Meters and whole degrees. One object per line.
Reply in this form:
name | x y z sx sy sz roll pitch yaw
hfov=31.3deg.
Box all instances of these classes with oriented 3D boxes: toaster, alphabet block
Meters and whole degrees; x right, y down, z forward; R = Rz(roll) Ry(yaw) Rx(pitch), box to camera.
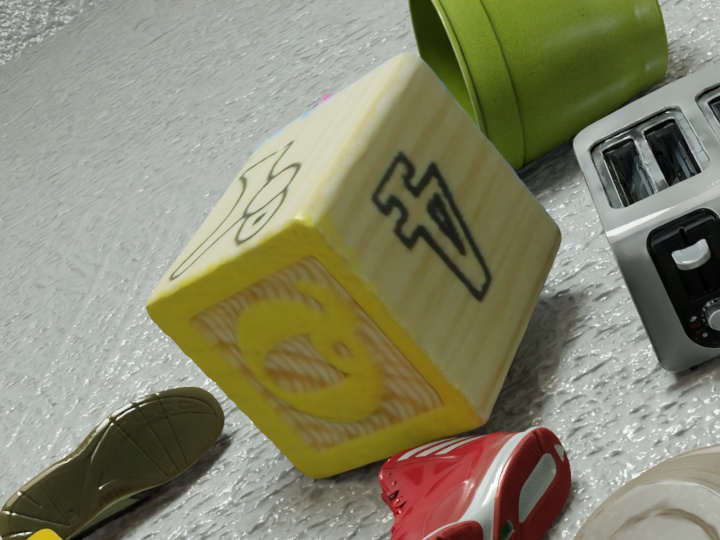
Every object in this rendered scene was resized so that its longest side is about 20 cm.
toaster | 0.256 -0.052 0.880 0.179 0.119 0.201 -24 28 13
alphabet block | 0.000 0.000 0.934 0.195 0.196 0.201 -27 24 44

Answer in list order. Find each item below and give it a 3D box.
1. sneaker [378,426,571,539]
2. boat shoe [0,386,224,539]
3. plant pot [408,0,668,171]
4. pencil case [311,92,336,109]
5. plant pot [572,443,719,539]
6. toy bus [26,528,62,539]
sneaker | 0.039 0.175 0.800 0.200 0.079 0.115 -37 17 -36
boat shoe | -0.203 0.164 1.049 0.200 0.072 0.066 -34 -7 -18
plant pot | 0.165 -0.200 1.159 0.191 0.202 0.201 -20 27 -3
pencil case | -0.003 -0.116 1.272 0.090 0.094 0.200 -33 27 -3
plant pot | 0.158 0.162 0.602 0.200 0.093 0.202 -27 43 28
toy bus | -0.203 0.257 0.900 0.078 0.065 0.200 -37 28 -10
